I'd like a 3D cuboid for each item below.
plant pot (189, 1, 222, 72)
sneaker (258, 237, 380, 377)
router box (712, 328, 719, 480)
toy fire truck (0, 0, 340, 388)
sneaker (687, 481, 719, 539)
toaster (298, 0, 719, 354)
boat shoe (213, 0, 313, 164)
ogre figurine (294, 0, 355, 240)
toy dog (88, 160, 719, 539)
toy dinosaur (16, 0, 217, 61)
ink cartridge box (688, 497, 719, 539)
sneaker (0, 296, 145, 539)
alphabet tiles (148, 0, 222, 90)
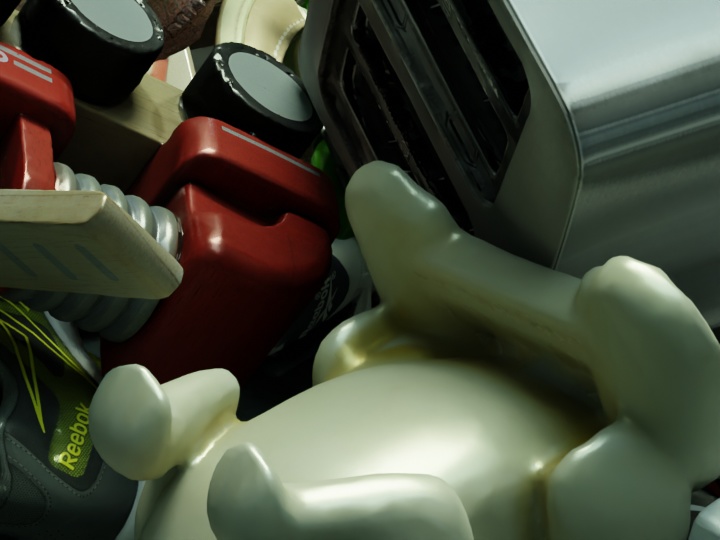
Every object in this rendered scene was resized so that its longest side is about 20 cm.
[{"bbox_3d":[-0.090,-0.147,1.128,0.186,0.187,0.200,3,42,-24],"label":"plant pot"},{"bbox_3d":[0.000,0.000,0.959,0.198,0.080,0.130,12,27,-5],"label":"sneaker"},{"bbox_3d":[0.151,0.029,0.907,0.150,0.062,0.200,38,14,19],"label":"router box"},{"bbox_3d":[-0.082,-0.015,0.742,0.176,0.129,0.200,26,29,-27],"label":"toy fire truck"},{"bbox_3d":[0.061,0.106,0.782,0.200,0.071,0.098,-4,29,-37],"label":"sneaker"},{"bbox_3d":[0.068,-0.069,0.741,0.118,0.181,0.200,-19,68,-17],"label":"toaster"},{"bbox_3d":[-0.015,-0.077,0.950,0.065,0.072,0.200,6,14,8],"label":"boat shoe"},{"bbox_3d":[0.049,-0.083,0.902,0.199,0.098,0.120,-22,75,-14],"label":"ogre figurine"},{"bbox_3d":[-0.011,0.095,0.665,0.200,0.194,0.139,-40,49,-23],"label":"toy dog"},{"bbox_3d":[-0.102,-0.094,0.899,0.086,0.200,0.136,47,29,-32],"label":"toy dinosaur"},{"bbox_3d":[0.188,0.147,0.680,0.200,0.145,0.145,29,30,27],"label":"ink cartridge box"},{"bbox_3d":[-0.138,0.025,0.810,0.200,0.075,0.085,36,11,37],"label":"sneaker"},{"bbox_3d":[-0.144,-0.130,1.044,0.199,0.015,0.196,-20,62,9],"label":"alphabet tiles"}]
